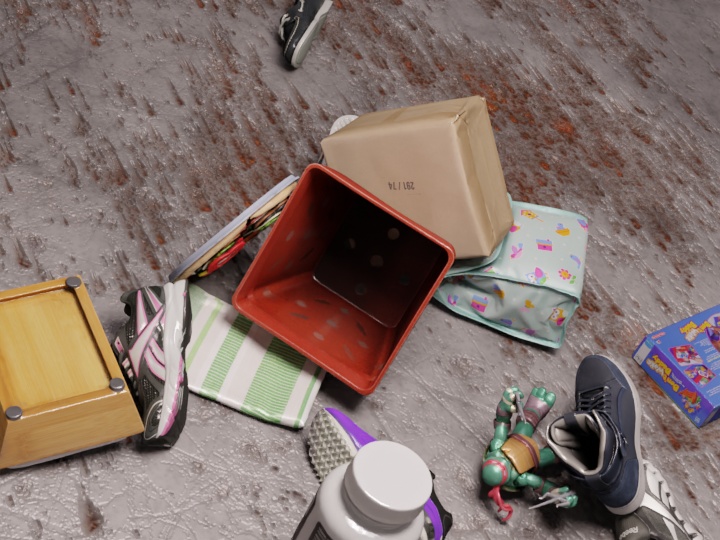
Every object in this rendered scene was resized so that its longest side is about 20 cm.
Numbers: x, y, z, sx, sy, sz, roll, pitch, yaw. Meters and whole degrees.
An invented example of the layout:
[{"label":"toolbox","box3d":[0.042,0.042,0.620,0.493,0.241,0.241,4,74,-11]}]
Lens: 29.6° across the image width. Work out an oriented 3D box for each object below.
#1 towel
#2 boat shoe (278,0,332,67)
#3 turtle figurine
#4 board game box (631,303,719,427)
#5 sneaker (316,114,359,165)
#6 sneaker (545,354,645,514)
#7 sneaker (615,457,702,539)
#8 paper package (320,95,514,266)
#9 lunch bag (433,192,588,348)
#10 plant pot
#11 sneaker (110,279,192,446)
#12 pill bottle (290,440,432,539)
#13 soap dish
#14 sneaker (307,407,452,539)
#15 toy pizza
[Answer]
[{"label":"towel","box3d":[-0.139,0.099,1.595,0.200,0.023,0.153,24,41,-2]},{"label":"boat shoe","box3d":[-0.095,-0.370,2.079,0.060,0.076,0.200,24,29,-2]},{"label":"turtle figurine","box3d":[0.192,0.208,1.585,0.200,0.101,0.150,-25,87,-59]},{"label":"board game box","box3d":[0.486,0.124,1.865,0.200,0.045,0.134,-17,56,-38]},{"label":"sneaker","box3d":[-0.036,-0.107,1.832,0.078,0.079,0.200,22,65,5]},{"label":"sneaker","box3d":[0.267,0.164,1.575,0.146,0.077,0.202,38,36,-45]},{"label":"sneaker","box3d":[0.329,0.290,1.595,0.090,0.066,0.200,-11,54,-37]},{"label":"paper package","box3d":[0.075,-0.110,1.733,0.200,0.191,0.103,-4,21,32]},{"label":"lunch bag","box3d":[0.191,-0.010,1.805,0.200,0.122,0.170,16,43,2]},{"label":"plant pot","box3d":[0.000,0.000,1.635,0.200,0.200,0.176,33,15,9]},{"label":"sneaker","box3d":[-0.234,0.105,1.504,0.086,0.080,0.200,-1,54,0]},{"label":"pill bottle","box3d":[-0.003,0.260,1.358,0.111,0.200,0.111,14,43,-14]},{"label":"soap dish","box3d":[-0.333,0.100,1.438,0.157,0.081,0.200,-13,54,-25]},{"label":"sneaker","box3d":[0.027,0.230,1.514,0.099,0.070,0.200,-17,60,-46]},{"label":"toy pizza","box3d":[-0.145,-0.041,1.618,0.032,0.200,0.200,51,43,-3]}]
